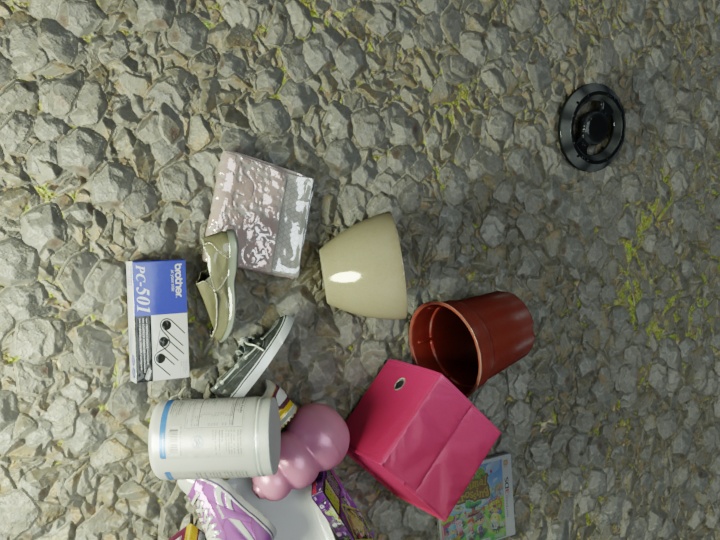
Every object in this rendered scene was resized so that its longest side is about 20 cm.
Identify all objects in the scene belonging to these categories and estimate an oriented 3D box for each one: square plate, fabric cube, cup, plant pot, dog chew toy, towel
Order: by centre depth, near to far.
[{"bbox_3d":[-0.159,0.448,1.431,0.198,0.029,0.199,-9,58,-29],"label":"square plate"},{"bbox_3d":[-0.114,0.333,1.446,0.200,0.124,0.125,-39,109,-24],"label":"dog chew toy"},{"bbox_3d":[-0.181,-0.097,1.456,0.189,0.032,0.202,13,84,-29],"label":"towel"},{"bbox_3d":[0.000,0.000,1.487,0.142,0.200,0.203,-8,95,-4],"label":"cup"},{"bbox_3d":[0.105,0.317,1.533,0.200,0.196,0.200,45,72,-23],"label":"fabric cube"},{"bbox_3d":[0.235,0.136,1.616,0.194,0.200,0.203,-16,99,-36],"label":"plant pot"}]

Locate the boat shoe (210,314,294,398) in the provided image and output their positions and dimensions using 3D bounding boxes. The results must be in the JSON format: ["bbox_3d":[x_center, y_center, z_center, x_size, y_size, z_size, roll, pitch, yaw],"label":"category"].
[{"bbox_3d":[-0.193,0.149,1.432,0.068,0.074,0.200,37,68,-5],"label":"boat shoe"}]

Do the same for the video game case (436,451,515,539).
[{"bbox_3d":[0.246,0.498,1.715,0.198,0.022,0.184,-6,94,-29],"label":"video game case"}]

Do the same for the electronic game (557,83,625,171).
[{"bbox_3d":[0.536,-0.330,1.854,0.198,0.042,0.202,-4,100,-26],"label":"electronic game"}]

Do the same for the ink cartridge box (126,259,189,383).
[{"bbox_3d":[-0.343,0.083,1.359,0.093,0.044,0.202,-3,92,-31],"label":"ink cartridge box"}]

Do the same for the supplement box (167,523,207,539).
[{"bbox_3d":[-0.257,0.550,1.352,0.103,0.131,0.200,-38,112,14],"label":"supplement box"}]

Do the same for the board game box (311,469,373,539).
[{"bbox_3d":[-0.031,0.459,1.505,0.032,0.120,0.201,-27,107,12],"label":"board game box"}]

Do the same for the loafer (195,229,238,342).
[{"bbox_3d":[-0.251,0.026,1.389,0.069,0.075,0.202,1,104,-15],"label":"loafer"}]

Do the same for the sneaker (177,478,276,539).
[{"bbox_3d":[-0.247,0.421,1.343,0.200,0.073,0.114,35,47,8],"label":"sneaker"}]

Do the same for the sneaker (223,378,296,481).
[{"bbox_3d":[-0.209,0.286,1.431,0.090,0.075,0.200,47,68,-4],"label":"sneaker"}]

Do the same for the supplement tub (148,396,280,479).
[{"bbox_3d":[-0.238,0.277,1.329,0.198,0.132,0.134,-2,92,2],"label":"supplement tub"}]
